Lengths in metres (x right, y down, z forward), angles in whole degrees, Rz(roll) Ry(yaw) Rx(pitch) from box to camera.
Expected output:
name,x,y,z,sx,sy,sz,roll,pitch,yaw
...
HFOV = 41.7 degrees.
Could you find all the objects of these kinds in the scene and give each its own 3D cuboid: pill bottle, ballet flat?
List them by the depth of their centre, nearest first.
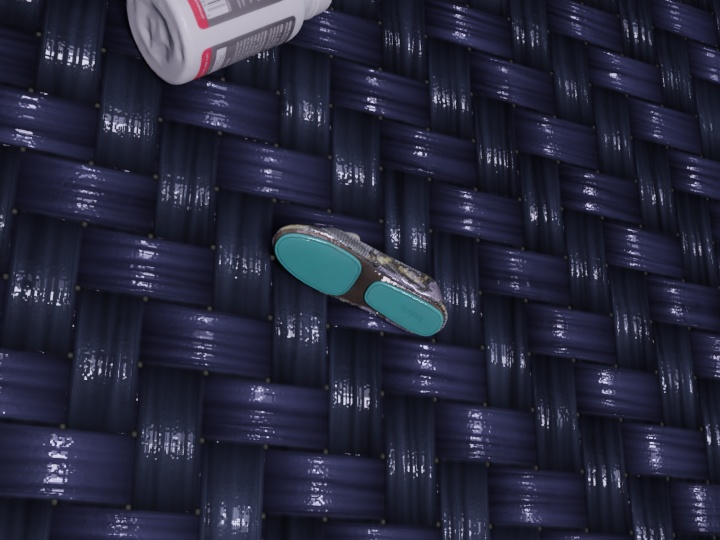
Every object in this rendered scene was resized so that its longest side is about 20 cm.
name,x,y,z,sx,sy,sz,roll,pitch,yaw
pill bottle,-0.126,-0.272,0.958,0.199,0.111,0.111,-31,88,-32
ballet flat,0.000,0.000,0.962,0.199,0.072,0.072,29,61,-16
